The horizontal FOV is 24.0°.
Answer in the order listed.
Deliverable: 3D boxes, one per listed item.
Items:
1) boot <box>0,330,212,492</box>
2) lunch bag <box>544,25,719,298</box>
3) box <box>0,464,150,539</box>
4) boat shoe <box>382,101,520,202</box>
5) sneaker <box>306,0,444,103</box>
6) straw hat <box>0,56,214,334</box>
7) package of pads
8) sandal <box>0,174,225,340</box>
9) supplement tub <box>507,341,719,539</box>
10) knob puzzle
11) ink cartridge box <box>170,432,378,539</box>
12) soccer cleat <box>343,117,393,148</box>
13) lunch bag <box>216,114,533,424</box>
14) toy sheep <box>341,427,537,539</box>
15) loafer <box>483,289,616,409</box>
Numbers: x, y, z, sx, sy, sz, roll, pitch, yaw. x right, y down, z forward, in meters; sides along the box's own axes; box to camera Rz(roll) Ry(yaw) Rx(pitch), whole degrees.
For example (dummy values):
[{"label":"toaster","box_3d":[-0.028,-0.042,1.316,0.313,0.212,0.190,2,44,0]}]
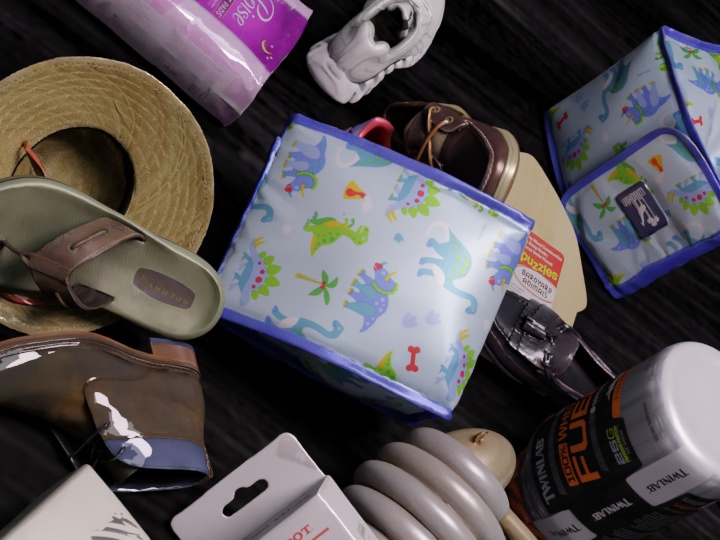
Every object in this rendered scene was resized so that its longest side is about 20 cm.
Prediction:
[{"label":"boot","box_3d":[-0.181,0.098,1.137,0.199,0.075,0.097,2,60,-42]},{"label":"lunch bag","box_3d":[0.274,-0.095,1.577,0.127,0.170,0.201,8,61,-37]},{"label":"box","box_3d":[-0.223,0.208,1.028,0.068,0.082,0.200,51,45,-4]},{"label":"boat shoe","box_3d":[0.067,-0.100,1.376,0.072,0.072,0.200,16,16,-21]},{"label":"sneaker","box_3d":[0.032,-0.221,1.518,0.075,0.081,0.200,46,42,-5]},{"label":"straw hat","box_3d":[-0.207,-0.061,1.196,0.200,0.202,0.085,30,6,-22]},{"label":"package of pads","box_3d":[-0.146,-0.224,1.370,0.200,0.076,0.121,40,48,-14]},{"label":"sandal","box_3d":[-0.179,-0.006,1.143,0.200,0.080,0.057,19,11,-21]},{"label":"supplement tub","box_3d":[0.215,0.149,1.351,0.122,0.200,0.123,21,51,-28]},{"label":"knob puzzle","box_3d":[0.118,-0.016,1.482,0.219,0.030,0.221,12,68,-33]},{"label":"ink cartridge box","box_3d":[-0.034,0.223,1.143,0.200,0.116,0.067,52,6,0]},{"label":"soccer cleat","box_3d":[0.009,-0.029,1.377,0.066,0.076,0.201,12,57,-35]},{"label":"lunch bag","box_3d":[0.000,0.000,1.274,0.199,0.127,0.171,26,76,-11]},{"label":"toy sheep","box_3d":[0.042,0.192,1.232,0.138,0.138,0.200,47,67,-7]},{"label":"loafer","box_3d":[0.178,0.080,1.434,0.200,0.063,0.072,44,56,-17]}]
